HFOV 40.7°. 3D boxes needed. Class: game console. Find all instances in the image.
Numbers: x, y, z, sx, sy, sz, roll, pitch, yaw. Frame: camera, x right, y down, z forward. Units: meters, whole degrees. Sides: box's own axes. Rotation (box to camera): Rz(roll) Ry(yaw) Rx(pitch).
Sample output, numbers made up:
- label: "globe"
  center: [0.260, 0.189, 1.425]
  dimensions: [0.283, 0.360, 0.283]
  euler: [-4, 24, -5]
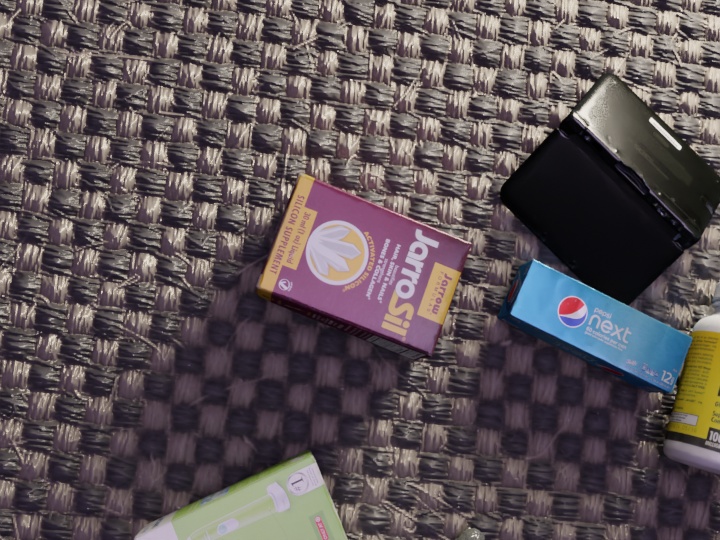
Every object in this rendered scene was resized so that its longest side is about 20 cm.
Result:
- label: "game console"
  center: [0.292, -0.094, 1.119]
  dimensions: [0.200, 0.116, 0.176]
  euler: [44, 52, 0]

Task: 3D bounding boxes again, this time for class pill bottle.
- label: "pill bottle"
  center: [0.408, 0.120, 1.060]
  dimensions: [0.111, 0.112, 0.203]
  euler: [17, 83, -3]

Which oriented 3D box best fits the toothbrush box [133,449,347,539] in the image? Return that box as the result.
- label: "toothbrush box"
  center: [-0.113, 0.296, 1.006]
  dimensions: [0.198, 0.086, 0.147]
  euler: [-24, 87, -8]

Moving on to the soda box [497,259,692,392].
- label: "soda box"
  center: [0.258, 0.064, 1.076]
  dimensions: [0.198, 0.064, 0.069]
  euler: [26, 82, -3]

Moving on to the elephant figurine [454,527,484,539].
- label: "elephant figurine"
  center: [0.073, 0.380, 0.986]
  dimensions: [0.198, 0.142, 0.157]
  euler: [-26, 81, -3]

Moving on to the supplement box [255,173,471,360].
- label: "supplement box"
  center: [0.000, 0.000, 1.039]
  dimensions: [0.197, 0.103, 0.133]
  euler: [21, 82, -3]
